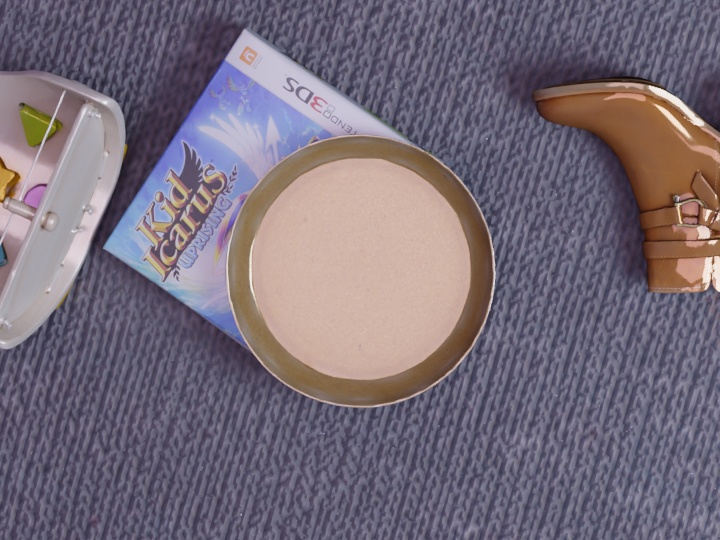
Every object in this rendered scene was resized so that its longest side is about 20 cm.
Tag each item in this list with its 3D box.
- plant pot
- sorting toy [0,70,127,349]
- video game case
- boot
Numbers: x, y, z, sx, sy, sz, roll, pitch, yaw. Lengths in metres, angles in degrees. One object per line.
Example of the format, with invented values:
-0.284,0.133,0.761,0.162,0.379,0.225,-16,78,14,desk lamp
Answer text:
0.000,0.000,1.682,0.198,0.027,0.202,0,95,2,plant pot
-0.287,-0.071,1.719,0.179,0.107,0.201,26,96,11,sorting toy
-0.066,-0.049,1.720,0.181,0.045,0.201,34,96,4,video game case
0.218,-0.062,1.679,0.198,0.074,0.156,6,98,8,boot
